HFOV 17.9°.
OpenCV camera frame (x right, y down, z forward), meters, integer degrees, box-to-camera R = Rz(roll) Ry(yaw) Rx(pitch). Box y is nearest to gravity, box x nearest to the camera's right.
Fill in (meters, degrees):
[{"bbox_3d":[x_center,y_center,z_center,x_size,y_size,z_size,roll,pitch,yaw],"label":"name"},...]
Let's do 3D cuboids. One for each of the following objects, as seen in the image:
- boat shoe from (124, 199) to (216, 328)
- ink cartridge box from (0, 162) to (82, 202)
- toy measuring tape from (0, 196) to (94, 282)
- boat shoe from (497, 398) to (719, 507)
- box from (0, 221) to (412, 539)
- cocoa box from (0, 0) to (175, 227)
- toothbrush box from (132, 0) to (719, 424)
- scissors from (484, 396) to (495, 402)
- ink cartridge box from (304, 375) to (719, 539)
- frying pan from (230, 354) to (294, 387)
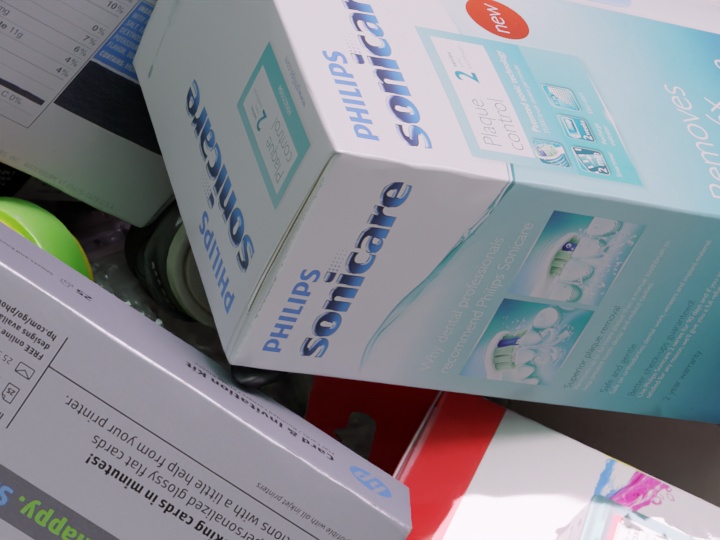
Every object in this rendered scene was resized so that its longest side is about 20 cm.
[{"bbox_3d":[-0.008,-0.059,0.839,0.200,0.067,0.057,-43,33,-16],"label":"boat shoe"},{"bbox_3d":[-0.162,-0.111,0.856,0.095,0.037,0.200,1,52,-50],"label":"ink cartridge box"},{"bbox_3d":[-0.097,0.027,0.778,0.200,0.074,0.074,30,58,17],"label":"toy measuring tape"},{"bbox_3d":[0.143,0.065,0.786,0.200,0.067,0.057,18,33,-1],"label":"boat shoe"},{"bbox_3d":[-0.104,0.106,0.656,0.156,0.041,0.200,34,101,-8],"label":"box"},{"bbox_3d":[-0.100,-0.144,0.804,0.133,0.131,0.200,26,33,-34],"label":"cocoa box"},{"bbox_3d":[0.045,-0.037,0.709,0.200,0.085,0.147,8,38,-26],"label":"toothbrush box"},{"bbox_3d":[0.052,0.053,0.827,0.200,0.014,0.073,40,63,18],"label":"scissors"},{"bbox_3d":[0.060,0.111,0.728,0.200,0.116,0.067,24,58,8],"label":"ink cartridge box"},{"bbox_3d":[0.017,0.003,0.737,0.115,0.031,0.190,14,32,-7],"label":"frying pan"}]
